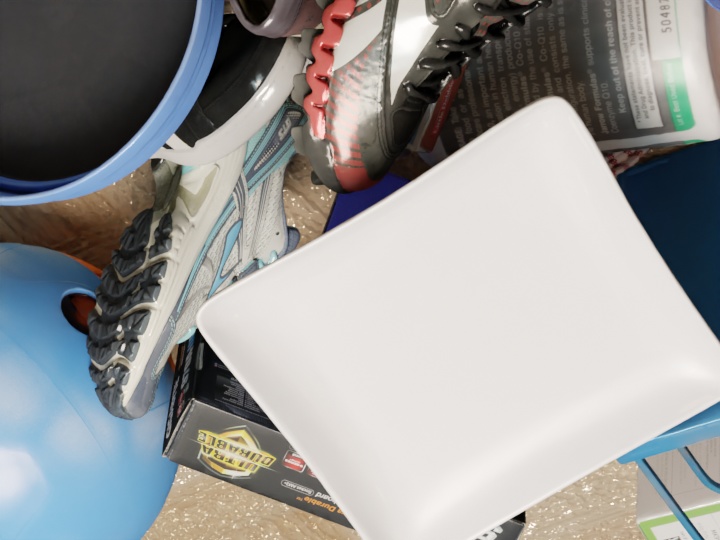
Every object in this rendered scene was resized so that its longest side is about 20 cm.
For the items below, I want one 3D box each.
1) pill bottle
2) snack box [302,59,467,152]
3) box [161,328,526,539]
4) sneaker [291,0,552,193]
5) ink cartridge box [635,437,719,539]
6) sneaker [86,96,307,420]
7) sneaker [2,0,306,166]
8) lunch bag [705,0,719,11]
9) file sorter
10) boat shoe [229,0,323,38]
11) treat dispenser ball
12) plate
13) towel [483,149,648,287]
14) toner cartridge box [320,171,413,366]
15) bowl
[{"bbox_3d":[0.080,-0.110,1.325,0.199,0.113,0.113,-6,131,14],"label":"pill bottle"},{"bbox_3d":[0.037,-0.161,1.261,0.072,0.024,0.200,26,102,20],"label":"snack box"},{"bbox_3d":[-0.006,0.079,1.481,0.200,0.159,0.046,21,119,-11],"label":"box"},{"bbox_3d":[0.036,-0.122,1.211,0.098,0.071,0.201,25,101,22],"label":"sneaker"},{"bbox_3d":[0.257,0.099,1.497,0.200,0.104,0.059,-17,128,23],"label":"ink cartridge box"},{"bbox_3d":[-0.077,-0.009,1.408,0.086,0.200,0.078,24,174,-26],"label":"sneaker"},{"bbox_3d":[-0.120,-0.108,1.343,0.112,0.073,0.200,36,156,-25],"label":"sneaker"},{"bbox_3d":[0.225,-0.196,1.209,0.135,0.132,0.200,8,133,2],"label":"lunch bag"},{"bbox_3d":[0.219,0.034,1.382,0.139,0.200,0.123,-18,131,24],"label":"file sorter"},{"bbox_3d":[-0.045,-0.206,1.235,0.072,0.065,0.201,-2,101,24],"label":"boat shoe"},{"bbox_3d":[-0.199,0.085,1.493,0.200,0.201,0.201,5,133,5],"label":"treat dispenser ball"},{"bbox_3d":[0.051,0.031,1.255,0.200,0.032,0.200,-31,123,8],"label":"plate"},{"bbox_3d":[0.080,-0.002,1.378,0.030,0.200,0.146,45,132,7],"label":"towel"},{"bbox_3d":[0.000,0.000,1.374,0.043,0.095,0.200,22,178,2],"label":"toner cartridge box"},{"bbox_3d":[-0.157,-0.128,1.307,0.200,0.201,0.039,-15,165,22],"label":"bowl"}]
